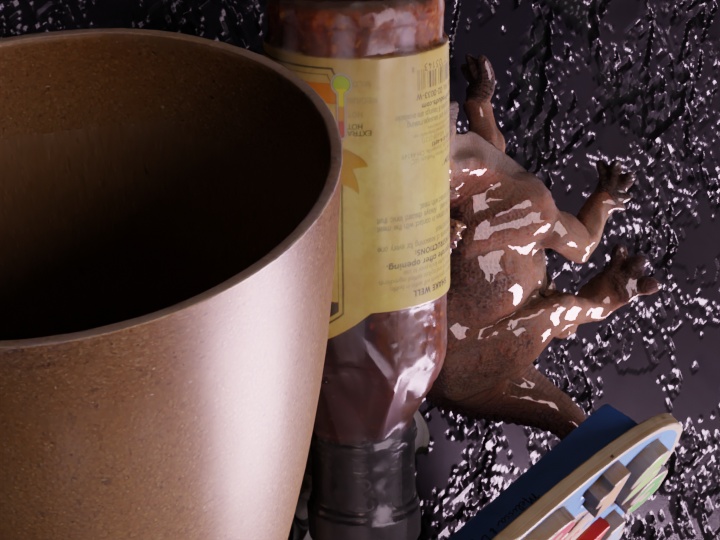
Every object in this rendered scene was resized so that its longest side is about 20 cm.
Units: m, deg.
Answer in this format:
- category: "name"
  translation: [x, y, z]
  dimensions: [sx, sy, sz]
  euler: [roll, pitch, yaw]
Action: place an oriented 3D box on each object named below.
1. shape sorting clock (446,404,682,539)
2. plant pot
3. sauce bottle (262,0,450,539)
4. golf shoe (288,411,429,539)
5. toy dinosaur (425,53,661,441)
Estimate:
- category: "shape sorting clock"
  translation: [0.053, 0.130, 0.956]
  dimensions: [0.200, 0.039, 0.200]
  euler: [-40, 160, -17]
- category: "plant pot"
  translation: [-0.089, 0.052, 0.805]
  dimensions: [0.186, 0.186, 0.200]
  euler: [-32, 131, -34]
- category: "sauce bottle"
  translation: [0.000, 0.000, 0.847]
  dimensions: [0.066, 0.066, 0.201]
  euler: [-15, 111, -40]
- category: "golf shoe"
  translation: [-0.022, 0.130, 0.939]
  dimensions: [0.097, 0.078, 0.201]
  euler: [29, 79, -48]
- category: "toy dinosaur"
  translation: [0.039, 0.005, 0.964]
  dimensions: [0.135, 0.086, 0.200]
  euler: [-35, 124, -33]
